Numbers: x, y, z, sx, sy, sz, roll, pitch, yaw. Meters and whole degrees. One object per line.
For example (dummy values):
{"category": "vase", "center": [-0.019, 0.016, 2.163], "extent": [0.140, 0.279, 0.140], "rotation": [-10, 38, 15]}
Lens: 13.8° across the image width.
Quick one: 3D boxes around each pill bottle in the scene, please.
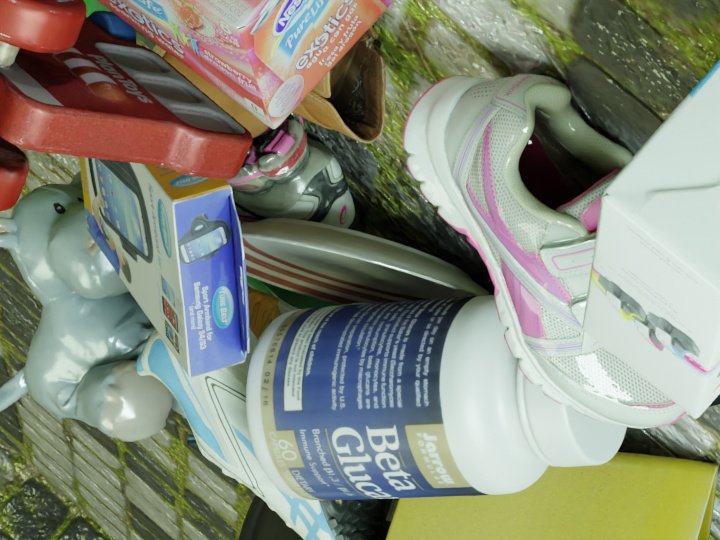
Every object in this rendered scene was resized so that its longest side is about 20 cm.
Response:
{"category": "pill bottle", "center": [0.045, 0.071, 1.665], "extent": [0.199, 0.111, 0.111], "rotation": [-5, 138, 32]}

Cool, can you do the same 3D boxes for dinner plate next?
{"category": "dinner plate", "center": [0.000, 0.000, 1.746], "extent": [0.199, 0.024, 0.200], "rotation": [16, 171, 2]}

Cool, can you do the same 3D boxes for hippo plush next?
{"category": "hippo plush", "center": [-0.165, 0.013, 1.994], "extent": [0.200, 0.159, 0.162], "rotation": [4, 110, 46]}

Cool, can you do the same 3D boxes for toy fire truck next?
{"category": "toy fire truck", "center": [-0.168, -0.105, 1.522], "extent": [0.167, 0.113, 0.200], "rotation": [8, -158, -41]}

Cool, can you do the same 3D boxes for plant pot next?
{"category": "plant pot", "center": [0.097, 0.210, 1.749], "extent": [0.176, 0.201, 0.200], "rotation": [15, 160, 9]}

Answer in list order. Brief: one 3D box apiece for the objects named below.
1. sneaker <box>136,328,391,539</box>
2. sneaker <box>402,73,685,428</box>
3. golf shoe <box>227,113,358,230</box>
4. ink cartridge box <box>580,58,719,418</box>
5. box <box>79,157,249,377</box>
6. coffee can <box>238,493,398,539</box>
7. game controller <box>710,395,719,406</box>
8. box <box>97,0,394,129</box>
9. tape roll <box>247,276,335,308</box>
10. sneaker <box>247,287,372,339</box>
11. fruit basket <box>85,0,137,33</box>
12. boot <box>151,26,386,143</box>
{"category": "sneaker", "center": [-0.054, 0.107, 1.773], "extent": [0.072, 0.072, 0.200], "rotation": [-35, 96, 34]}
{"category": "sneaker", "center": [0.103, -0.010, 1.422], "extent": [0.200, 0.081, 0.088], "rotation": [53, 152, -11]}
{"category": "golf shoe", "center": [-0.078, -0.057, 1.806], "extent": [0.092, 0.073, 0.200], "rotation": [49, 164, -30]}
{"category": "ink cartridge box", "center": [0.153, -0.016, 1.229], "extent": [0.068, 0.115, 0.200], "rotation": [39, 166, 14]}
{"category": "box", "center": [-0.114, -0.029, 1.705], "extent": [0.200, 0.041, 0.119], "rotation": [-127, 28, -52]}
{"category": "coffee can", "center": [0.036, 0.209, 2.030], "extent": [0.200, 0.147, 0.146], "rotation": [33, 171, -28]}
{"category": "game controller", "center": [0.117, -0.002, 1.541], "extent": [0.200, 0.042, 0.104], "rotation": [41, 180, 10]}
{"category": "box", "center": [-0.091, -0.176, 1.455], "extent": [0.200, 0.095, 0.103], "rotation": [36, 165, 24]}
{"category": "tape roll", "center": [-0.058, 0.016, 2.013], "extent": [0.200, 0.048, 0.201], "rotation": [39, 165, 12]}
{"category": "sneaker", "center": [-0.025, 0.060, 1.848], "extent": [0.200, 0.076, 0.088], "rotation": [8, 169, 45]}
{"category": "fruit basket", "center": [-0.239, -0.152, 1.851], "extent": [0.215, 0.155, 0.216], "rotation": [36, 147, 29]}
{"category": "boot", "center": [-0.045, -0.105, 1.591], "extent": [0.154, 0.074, 0.200], "rotation": [29, 164, 29]}
